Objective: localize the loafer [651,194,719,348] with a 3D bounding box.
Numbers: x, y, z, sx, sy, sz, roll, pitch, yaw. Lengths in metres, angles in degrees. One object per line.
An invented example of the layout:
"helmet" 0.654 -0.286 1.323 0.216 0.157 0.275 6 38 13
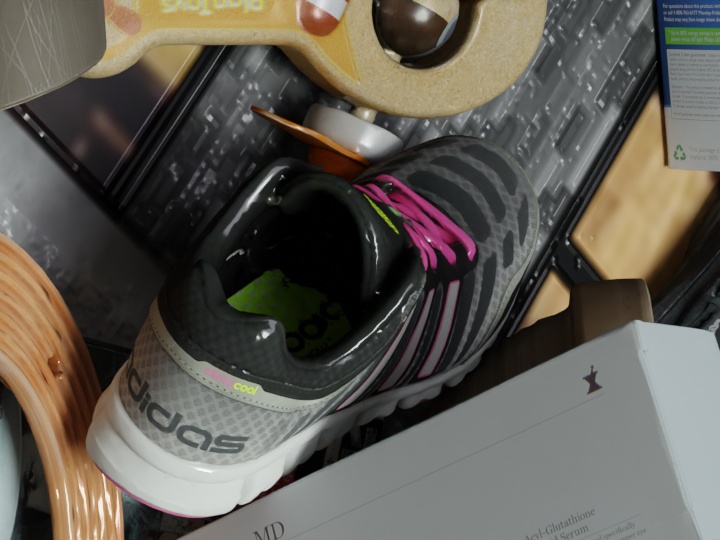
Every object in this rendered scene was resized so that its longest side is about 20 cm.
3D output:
"loafer" 0.144 0.033 1.047 0.201 0.070 0.068 -54 126 -24

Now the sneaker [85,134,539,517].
"sneaker" 0.000 0.000 0.840 0.200 0.074 0.088 -33 159 -42

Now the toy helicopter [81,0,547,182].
"toy helicopter" -0.023 -0.083 0.898 0.200 0.079 0.133 -7 107 -32

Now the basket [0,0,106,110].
"basket" -0.144 -0.145 0.730 0.180 0.136 0.200 -28 115 -44

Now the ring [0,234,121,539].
"ring" -0.122 0.085 0.763 0.200 0.019 0.201 -2 90 -67

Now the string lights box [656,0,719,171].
"string lights box" 0.165 -0.140 1.031 0.059 0.103 0.201 -13 103 -40

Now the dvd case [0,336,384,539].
"dvd case" -0.080 0.099 0.880 0.200 0.022 0.146 16 82 -44

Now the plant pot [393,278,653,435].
"plant pot" 0.056 0.104 0.904 0.201 0.092 0.201 -2 90 -87

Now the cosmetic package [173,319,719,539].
"cosmetic package" 0.036 0.122 0.796 0.052 0.200 0.151 5 63 -53
